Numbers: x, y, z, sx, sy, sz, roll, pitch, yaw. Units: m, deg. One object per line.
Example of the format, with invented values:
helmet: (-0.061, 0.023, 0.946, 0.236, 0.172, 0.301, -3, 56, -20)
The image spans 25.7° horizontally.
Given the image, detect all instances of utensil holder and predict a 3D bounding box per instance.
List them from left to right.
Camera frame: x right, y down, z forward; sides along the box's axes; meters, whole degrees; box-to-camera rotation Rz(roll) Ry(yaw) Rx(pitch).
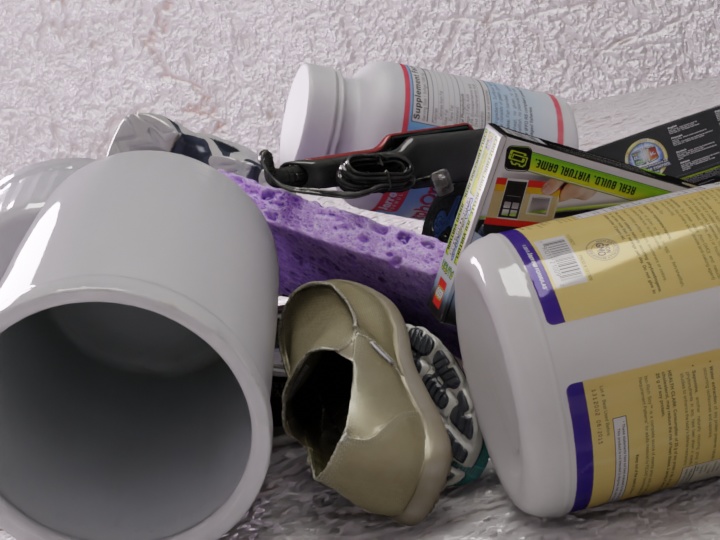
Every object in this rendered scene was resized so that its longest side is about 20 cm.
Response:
utensil holder: (-0.130, 0.041, 0.892, 0.170, 0.170, 0.200, -11, 25, 5)

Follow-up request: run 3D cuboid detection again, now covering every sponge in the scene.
sponge: (0.000, 0.000, 1.004, 0.200, 0.030, 0.112, 19, -23, 20)

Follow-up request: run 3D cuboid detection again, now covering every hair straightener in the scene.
hair straightener: (0.023, -0.070, 0.991, 0.200, 0.041, 0.077, -5, 11, -40)

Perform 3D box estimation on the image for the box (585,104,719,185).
box: (0.259, -0.079, 1.224, 0.200, 0.044, 0.160, -20, -14, 10)

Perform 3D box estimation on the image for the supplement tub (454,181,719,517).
supplement tub: (0.159, 0.034, 0.797, 0.200, 0.146, 0.145, -13, 10, -7)

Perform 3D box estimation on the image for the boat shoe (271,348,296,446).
boat shoe: (-0.098, 0.089, 1.030, 0.200, 0.072, 0.066, -1, 9, -1)

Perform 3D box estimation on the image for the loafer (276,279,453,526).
loafer: (-0.011, 0.060, 0.870, 0.068, 0.076, 0.200, 20, 19, -28)

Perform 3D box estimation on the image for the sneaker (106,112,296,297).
sneaker: (-0.082, -0.046, 1.175, 0.199, 0.080, 0.130, 27, 9, 22)

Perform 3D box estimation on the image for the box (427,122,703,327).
box: (0.149, -0.002, 0.880, 0.200, 0.110, 0.035, 14, 13, -14)

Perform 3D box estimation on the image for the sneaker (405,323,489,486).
sneaker: (0.037, 0.070, 0.942, 0.080, 0.078, 0.200, 24, 10, -25)

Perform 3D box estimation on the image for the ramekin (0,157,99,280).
ramekin: (-0.218, 0.023, 1.193, 0.200, 0.201, 0.098, -11, 18, 2)

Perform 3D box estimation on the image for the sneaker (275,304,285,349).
sneaker: (-0.049, 0.056, 1.086, 0.200, 0.077, 0.082, -20, -15, 23)

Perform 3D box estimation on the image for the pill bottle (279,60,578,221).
pill bottle: (0.048, -0.090, 1.143, 0.200, 0.109, 0.109, 9, 5, -14)

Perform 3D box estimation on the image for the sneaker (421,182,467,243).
sneaker: (0.119, -0.013, 1.037, 0.077, 0.076, 0.200, 18, -4, -42)
